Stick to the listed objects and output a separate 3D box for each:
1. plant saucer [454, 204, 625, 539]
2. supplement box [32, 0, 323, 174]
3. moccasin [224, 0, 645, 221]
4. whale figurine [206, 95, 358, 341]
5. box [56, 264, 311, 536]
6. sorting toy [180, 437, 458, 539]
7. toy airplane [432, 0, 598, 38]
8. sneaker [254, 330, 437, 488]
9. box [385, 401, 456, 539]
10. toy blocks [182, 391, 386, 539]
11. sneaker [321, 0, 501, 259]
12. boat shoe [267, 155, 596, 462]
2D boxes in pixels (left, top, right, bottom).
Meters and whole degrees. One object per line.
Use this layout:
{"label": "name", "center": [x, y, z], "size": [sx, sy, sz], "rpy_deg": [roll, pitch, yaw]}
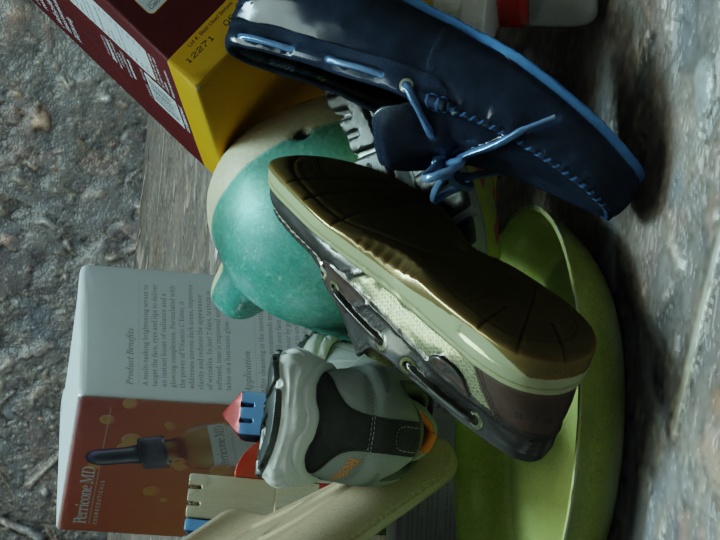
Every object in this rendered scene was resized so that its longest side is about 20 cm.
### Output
{"label": "plant saucer", "center": [0.082, 0.072, 0.960], "size": [0.200, 0.031, 0.201], "rpy_deg": [-174, 90, -79]}
{"label": "supplement box", "center": [-0.098, -0.176, 1.083], "size": [0.133, 0.200, 0.197], "rpy_deg": [-45, -9, -7]}
{"label": "moccasin", "center": [0.029, -0.069, 0.920], "size": [0.068, 0.200, 0.081], "rpy_deg": [-53, -26, -10]}
{"label": "whale figurine", "center": [0.000, 0.000, 1.109], "size": [0.200, 0.158, 0.104], "rpy_deg": [68, -178, -51]}
{"label": "box", "center": [-0.092, 0.091, 1.385], "size": [0.153, 0.199, 0.107], "rpy_deg": [107, 163, -48]}
{"label": "sorting toy", "center": [-0.064, 0.154, 1.058], "size": [0.200, 0.185, 0.037], "rpy_deg": [-25, 95, 51]}
{"label": "toy airplane", "center": [0.068, -0.198, 0.938], "size": [0.199, 0.140, 0.201], "rpy_deg": [35, -139, -59]}
{"label": "sneaker", "center": [-0.002, 0.073, 1.016], "size": [0.200, 0.079, 0.074], "rpy_deg": [-29, -52, -86]}
{"label": "box", "center": [0.035, 0.146, 1.135], "size": [0.039, 0.041, 0.201], "rpy_deg": [153, 120, -77]}
{"label": "toy blocks", "center": [-0.042, 0.150, 1.219], "size": [0.100, 0.136, 0.201], "rpy_deg": [79, -164, -75]}
{"label": "sneaker", "center": [0.041, -0.045, 1.001], "size": [0.078, 0.090, 0.201], "rpy_deg": [-16, 77, 37]}
{"label": "boat shoe", "center": [0.018, 0.012, 0.908], "size": [0.200, 0.073, 0.065], "rpy_deg": [41, 125, 46]}
